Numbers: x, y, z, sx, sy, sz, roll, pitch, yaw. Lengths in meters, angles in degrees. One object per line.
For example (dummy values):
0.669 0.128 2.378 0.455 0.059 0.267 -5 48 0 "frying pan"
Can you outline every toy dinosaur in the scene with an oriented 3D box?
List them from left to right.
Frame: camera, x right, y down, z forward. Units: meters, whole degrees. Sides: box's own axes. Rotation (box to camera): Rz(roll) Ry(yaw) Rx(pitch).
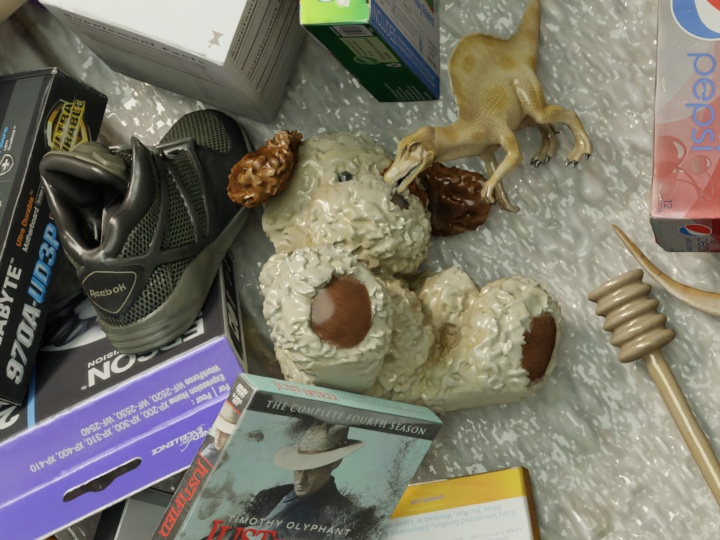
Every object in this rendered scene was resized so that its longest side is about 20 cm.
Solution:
0.091 -0.104 1.243 0.101 0.058 0.200 50 52 -20 "toy dinosaur"
0.249 0.025 1.225 0.200 0.060 0.106 -3 54 8 "toy dinosaur"

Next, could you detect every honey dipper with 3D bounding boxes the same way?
0.192 0.095 1.229 0.038 0.038 0.200 -26 80 7 "honey dipper"

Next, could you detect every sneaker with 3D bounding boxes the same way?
-0.122 -0.055 1.236 0.076 0.114 0.199 -10 35 26 "sneaker"

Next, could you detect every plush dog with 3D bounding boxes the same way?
0.000 0.000 1.237 0.160 0.200 0.172 -31 58 49 "plush dog"

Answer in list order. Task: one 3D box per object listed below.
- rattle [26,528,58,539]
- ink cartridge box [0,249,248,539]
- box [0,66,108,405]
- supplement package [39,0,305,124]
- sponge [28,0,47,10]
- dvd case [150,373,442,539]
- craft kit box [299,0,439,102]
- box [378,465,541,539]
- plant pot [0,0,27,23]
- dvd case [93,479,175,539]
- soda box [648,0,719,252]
-0.232 0.243 1.242 0.200 0.143 0.130 -22 75 8 "rattle"
-0.159 0.072 1.235 0.198 0.200 0.043 -27 119 7 "ink cartridge box"
-0.240 -0.018 1.275 0.159 0.046 0.200 -2 68 46 "box"
-0.095 -0.166 1.212 0.114 0.200 0.110 20 87 5 "supplement package"
-0.167 -0.212 1.351 0.200 0.030 0.112 26 88 14 "sponge"
-0.054 0.154 1.178 0.022 0.146 0.200 43 110 44 "dvd case"
0.008 -0.215 1.227 0.048 0.200 0.198 1 82 13 "craft kit box"
0.056 0.223 1.237 0.119 0.041 0.200 -11 82 10 "box"
-0.244 -0.228 1.270 0.183 0.200 0.200 -33 77 -4 "plant pot"
-0.112 0.232 1.221 0.025 0.150 0.200 12 83 48 "dvd case"
0.207 -0.112 1.224 0.070 0.063 0.200 1 73 12 "soda box"
